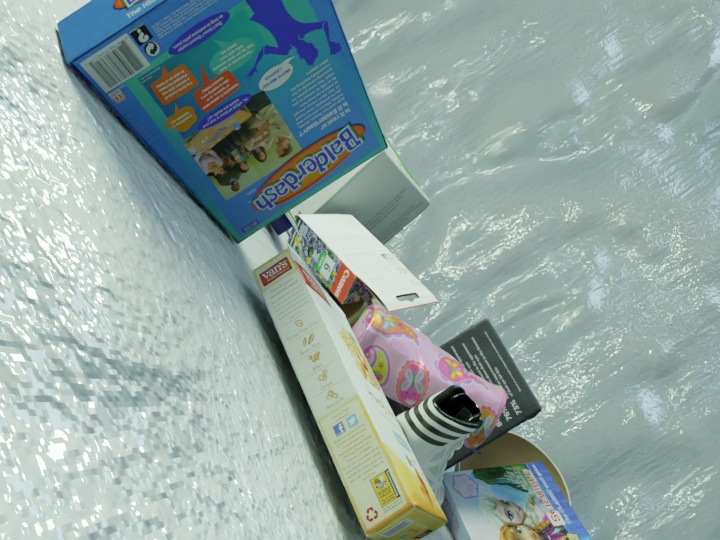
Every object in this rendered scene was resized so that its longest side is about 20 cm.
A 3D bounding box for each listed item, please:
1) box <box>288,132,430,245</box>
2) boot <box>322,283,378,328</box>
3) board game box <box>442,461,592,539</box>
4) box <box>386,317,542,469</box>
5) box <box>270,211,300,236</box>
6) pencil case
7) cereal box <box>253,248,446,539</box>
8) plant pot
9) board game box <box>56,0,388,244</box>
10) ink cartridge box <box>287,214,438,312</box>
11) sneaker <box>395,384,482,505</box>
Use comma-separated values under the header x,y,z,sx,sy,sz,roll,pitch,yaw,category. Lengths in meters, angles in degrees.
x,y,z,sx,sy,sz,roll,pitch,yaw,category
-0.031,-0.148,0.956,0.170,0.199,0.201,34,22,-50,box
0.010,0.082,0.879,0.157,0.072,0.200,57,-3,-16,boot
0.231,0.378,0.837,0.201,0.194,0.042,-119,-142,-50,board game box
0.140,0.189,0.849,0.150,0.197,0.104,60,2,17,box
-0.134,-0.128,0.733,0.122,0.032,0.201,59,1,-39,box
0.071,0.124,0.670,0.197,0.089,0.087,33,5,-7,pencil case
-0.006,0.097,0.439,0.203,0.039,0.144,62,2,29,cereal box
0.234,0.397,0.982,0.202,0.195,0.137,61,-36,40,plant pot
-0.075,-0.120,0.400,0.046,0.150,0.201,58,0,32,board game box
0.000,0.000,0.773,0.107,0.051,0.200,-5,42,-47,ink cartridge box
0.086,0.193,0.608,0.076,0.114,0.202,60,1,37,sneaker
